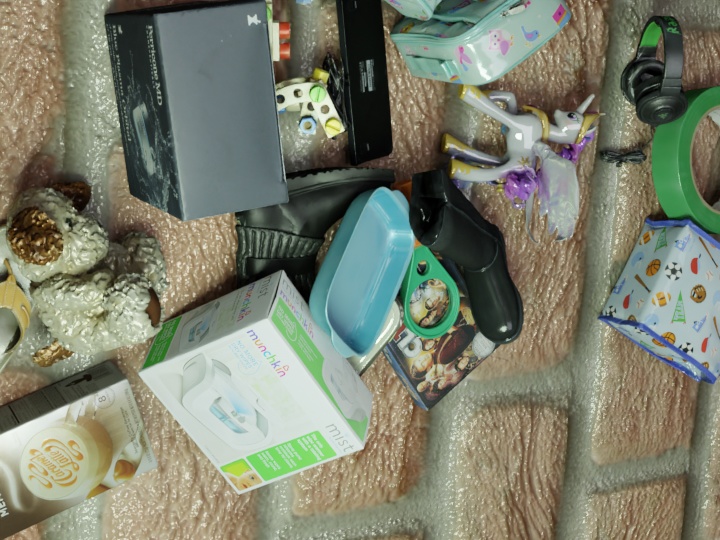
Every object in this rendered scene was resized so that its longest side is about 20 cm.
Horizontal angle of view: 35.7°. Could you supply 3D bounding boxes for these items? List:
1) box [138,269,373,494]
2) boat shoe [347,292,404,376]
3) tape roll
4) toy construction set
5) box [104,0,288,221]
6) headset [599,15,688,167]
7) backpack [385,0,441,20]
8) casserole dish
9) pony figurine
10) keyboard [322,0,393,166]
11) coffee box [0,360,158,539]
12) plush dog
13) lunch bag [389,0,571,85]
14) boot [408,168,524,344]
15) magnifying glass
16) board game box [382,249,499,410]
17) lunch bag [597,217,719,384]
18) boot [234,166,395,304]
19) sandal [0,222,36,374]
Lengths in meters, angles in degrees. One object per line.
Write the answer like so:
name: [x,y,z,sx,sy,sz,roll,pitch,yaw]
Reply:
box: [-0.110,0.126,1.242,0.175,0.097,0.201,-22,118,23]
boat shoe: [-0.022,0.104,1.333,0.072,0.060,0.202,46,104,8]
tape roll: [0.486,-0.152,1.547,0.199,0.048,0.203,-1,91,-35]
toy construction set: [-0.082,-0.246,1.222,0.130,0.092,0.202,0,94,-3]
box: [-0.170,-0.168,1.132,0.116,0.200,0.199,-13,106,-24]
headset: [0.370,-0.232,1.461,0.093,0.124,0.202,0,121,-3]
backpack: [0.066,-0.367,1.212,0.176,0.200,0.154,39,83,-29]
casserole dish: [0.000,0.000,1.242,0.121,0.039,0.201,49,56,-48]
pony figurine: [0.202,-0.136,1.379,0.198,0.166,0.195,8,90,-13]
keyboard: [-0.011,-0.226,1.307,0.104,0.039,0.202,-21,111,-47]
coffee box: [-0.333,0.194,1.194,0.199,0.080,0.115,-24,111,-21]
plush dog: [-0.295,-0.005,1.131,0.159,0.200,0.173,-25,109,3]
lunch bag: [0.130,-0.278,1.266,0.160,0.200,0.077,-35,113,-15]
boot: [0.126,-0.013,1.321,0.065,0.166,0.200,-20,154,17]
magnifying glass: [0.072,-0.012,1.359,0.079,0.022,0.202,-22,112,-22]
board game box: [0.079,0.059,1.408,0.135,0.035,0.201,-40,116,-14]
lunch bag: [0.455,0.045,1.556,0.199,0.124,0.171,29,85,-23]
boot: [-0.052,-0.036,1.291,0.209,0.079,0.159,-11,101,-17]
sandal: [-0.377,0.051,1.152,0.080,0.054,0.202,25,83,-30]
